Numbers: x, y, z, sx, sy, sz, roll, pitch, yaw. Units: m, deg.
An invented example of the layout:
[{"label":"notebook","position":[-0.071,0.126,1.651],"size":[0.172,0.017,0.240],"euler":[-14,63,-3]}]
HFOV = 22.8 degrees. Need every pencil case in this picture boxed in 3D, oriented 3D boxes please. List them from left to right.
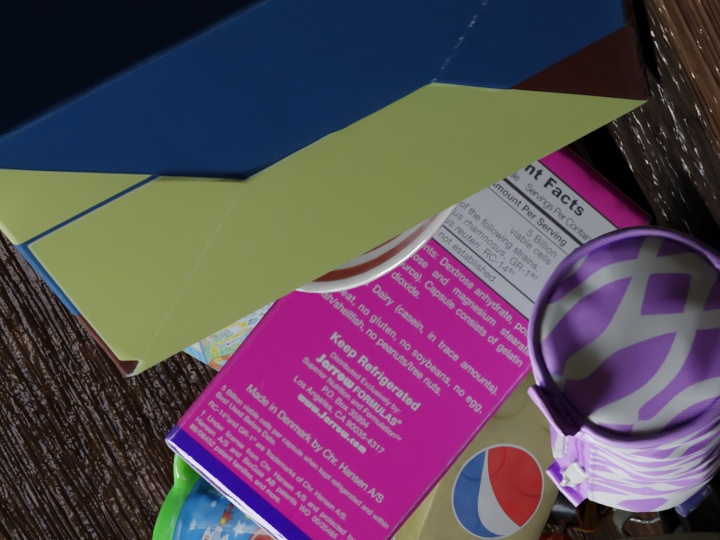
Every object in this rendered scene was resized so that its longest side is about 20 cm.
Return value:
[{"label":"pencil case","position":[0.105,0.045,0.688],"size":[0.084,0.085,0.200],"euler":[58,178,18]}]

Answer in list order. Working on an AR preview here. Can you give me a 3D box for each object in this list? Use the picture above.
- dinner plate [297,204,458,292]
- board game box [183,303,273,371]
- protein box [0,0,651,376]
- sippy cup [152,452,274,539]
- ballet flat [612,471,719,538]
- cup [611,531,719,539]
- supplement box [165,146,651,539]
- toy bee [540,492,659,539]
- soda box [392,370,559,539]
[{"label":"dinner plate","position":[-0.005,-0.091,0.711],"size":[0.024,0.200,0.201],"euler":[7,-137,-41]},{"label":"board game box","position":[0.000,0.000,0.908],"size":[0.134,0.200,0.034],"euler":[34,-141,-30]},{"label":"protein box","position":[-0.045,-0.115,0.577],"size":[0.201,0.198,0.135],"euler":[62,180,33]},{"label":"sippy cup","position":[-0.027,0.163,1.002],"size":[0.177,0.140,0.130],"euler":[28,158,-35]},{"label":"ballet flat","position":[0.146,0.097,0.867],"size":[0.201,0.063,0.067],"euler":[62,180,-29]},{"label":"cup","position":[0.155,0.199,0.805],"size":[0.201,0.143,0.200],"euler":[62,180,0]},{"label":"supplement box","position":[0.020,0.024,0.766],"size":[0.103,0.200,0.101],"euler":[41,180,-1]},{"label":"toy bee","position":[0.126,0.102,1.003],"size":[0.131,0.109,0.200],"euler":[-17,117,46]},{"label":"soda box","position":[0.045,0.131,0.900],"size":[0.067,0.201,0.064],"euler":[18,-172,-23]}]
